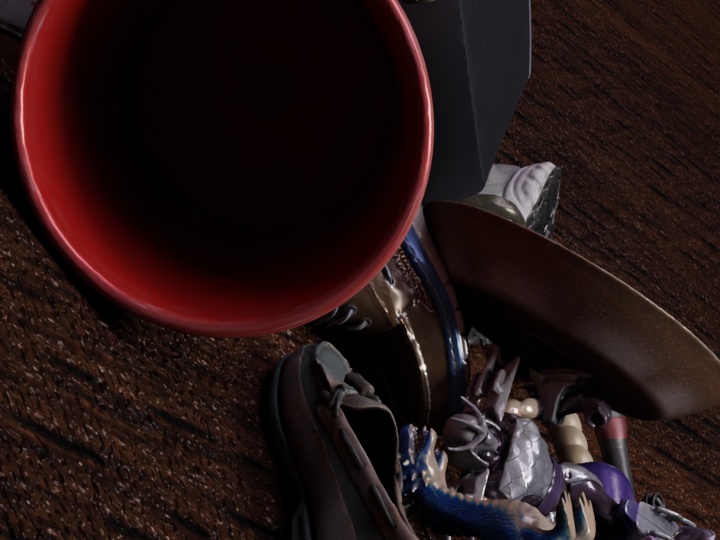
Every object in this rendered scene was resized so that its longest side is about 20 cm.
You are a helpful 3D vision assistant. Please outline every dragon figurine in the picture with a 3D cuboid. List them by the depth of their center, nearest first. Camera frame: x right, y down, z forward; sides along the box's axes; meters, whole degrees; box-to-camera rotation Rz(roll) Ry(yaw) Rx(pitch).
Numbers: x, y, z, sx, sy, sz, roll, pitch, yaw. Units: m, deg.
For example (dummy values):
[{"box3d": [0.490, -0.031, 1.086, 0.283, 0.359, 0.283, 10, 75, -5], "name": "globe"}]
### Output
[{"box3d": [0.072, 0.169, 1.266, 0.059, 0.099, 0.202, 9, 66, -68], "name": "dragon figurine"}]

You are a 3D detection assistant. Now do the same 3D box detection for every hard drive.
[{"box3d": [0.055, -0.146, 1.379, 0.201, 0.042, 0.135, 80, 25, -43], "name": "hard drive"}]

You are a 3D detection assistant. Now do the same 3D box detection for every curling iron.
[{"box3d": [0.161, 0.098, 1.618, 0.049, 0.025, 0.201, 7, 63, -61], "name": "curling iron"}]

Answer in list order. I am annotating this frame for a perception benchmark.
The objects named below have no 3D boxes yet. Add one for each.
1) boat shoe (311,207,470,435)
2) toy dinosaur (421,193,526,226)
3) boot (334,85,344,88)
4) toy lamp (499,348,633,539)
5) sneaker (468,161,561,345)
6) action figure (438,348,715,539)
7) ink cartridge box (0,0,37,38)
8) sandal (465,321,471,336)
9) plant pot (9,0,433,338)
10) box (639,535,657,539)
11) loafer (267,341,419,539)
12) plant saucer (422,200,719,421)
[{"box3d": [0.000, 0.000, 1.378, 0.072, 0.072, 0.201, -13, -85, 64], "name": "boat shoe"}, {"box3d": [0.006, -0.058, 1.461, 0.200, 0.103, 0.077, 37, -19, -27], "name": "toy dinosaur"}, {"box3d": [-0.060, -0.140, 1.379, 0.200, 0.073, 0.076, 30, -37, 53], "name": "boot"}, {"box3d": [0.126, 0.105, 1.539, 0.058, 0.058, 0.201, 43, 19, -29], "name": "toy lamp"}, {"box3d": [0.070, -0.013, 1.614, 0.200, 0.079, 0.074, -53, 150, -60], "name": "sneaker"}, {"box3d": [0.107, 0.124, 1.374, 0.200, 0.069, 0.131, 40, 66, -39], "name": "action figure"}, {"box3d": [-0.098, -0.200, 1.301, 0.144, 0.200, 0.084, 23, 30, -58], "name": "ink cartridge box"}, {"box3d": [0.021, -0.029, 1.521, 0.079, 0.057, 0.202, 6, 56, -15], "name": "sandal"}, {"box3d": [-0.055, -0.080, 1.223, 0.201, 0.200, 0.177, 52, 9, -3], "name": "plant pot"}, {"box3d": [0.192, 0.269, 1.324, 0.176, 0.096, 0.201, 36, 24, -44], "name": "box"}, {"box3d": [0.002, 0.096, 1.216, 0.072, 0.063, 0.201, 43, 20, -29], "name": "loafer"}, {"box3d": [0.112, 0.031, 1.398, 0.200, 0.037, 0.200, 31, -9, 6], "name": "plant saucer"}]
